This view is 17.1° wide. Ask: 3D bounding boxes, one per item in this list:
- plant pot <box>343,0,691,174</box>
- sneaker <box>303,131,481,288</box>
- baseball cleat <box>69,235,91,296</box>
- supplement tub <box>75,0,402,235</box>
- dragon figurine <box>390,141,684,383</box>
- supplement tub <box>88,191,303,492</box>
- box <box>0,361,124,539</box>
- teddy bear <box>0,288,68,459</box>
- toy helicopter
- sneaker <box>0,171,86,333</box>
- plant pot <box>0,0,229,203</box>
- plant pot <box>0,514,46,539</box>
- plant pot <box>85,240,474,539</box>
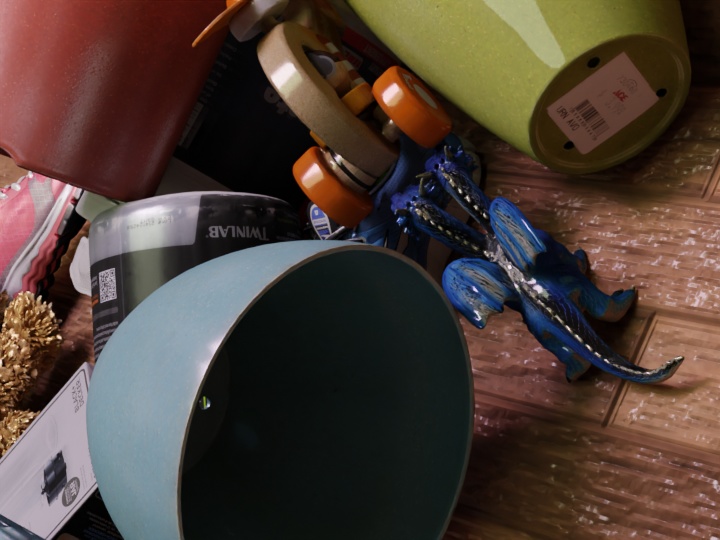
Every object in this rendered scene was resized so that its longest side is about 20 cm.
[{"bbox_3d":[0.090,-0.150,1.271,0.187,0.187,0.200,-46,48,22],"label":"plant pot"},{"bbox_3d":[0.000,0.000,1.334,0.078,0.089,0.201,-18,51,49],"label":"sneaker"},{"bbox_3d":[-0.163,-0.052,1.639,0.106,0.070,0.201,-43,31,34],"label":"baseball cleat"},{"bbox_3d":[-0.073,-0.093,1.469,0.201,0.140,0.140,-60,31,0],"label":"supplement tub"},{"bbox_3d":[0.081,0.004,1.202,0.059,0.099,0.200,-53,31,12],"label":"dragon figurine"},{"bbox_3d":[-0.087,0.064,1.333,0.122,0.122,0.201,-14,76,50],"label":"supplement tub"},{"bbox_3d":[-0.203,0.170,1.517,0.200,0.060,0.117,-48,33,19],"label":"box"},{"bbox_3d":[-0.277,0.096,1.645,0.145,0.067,0.200,42,99,14],"label":"teddy bear"},{"bbox_3d":[-0.031,-0.119,1.304,0.079,0.132,0.200,-45,22,15],"label":"toy helicopter"},{"bbox_3d":[-0.247,-0.032,1.687,0.201,0.086,0.074,-62,-2,11],"label":"sneaker"},{"bbox_3d":[-0.156,-0.150,1.351,0.201,0.200,0.196,23,94,59],"label":"plant pot"},{"bbox_3d":[-0.229,0.242,1.373,0.201,0.196,0.196,-59,30,-6],"label":"plant pot"},{"bbox_3d":[-0.058,0.076,1.191,0.134,0.200,0.201,13,75,44],"label":"plant pot"}]
